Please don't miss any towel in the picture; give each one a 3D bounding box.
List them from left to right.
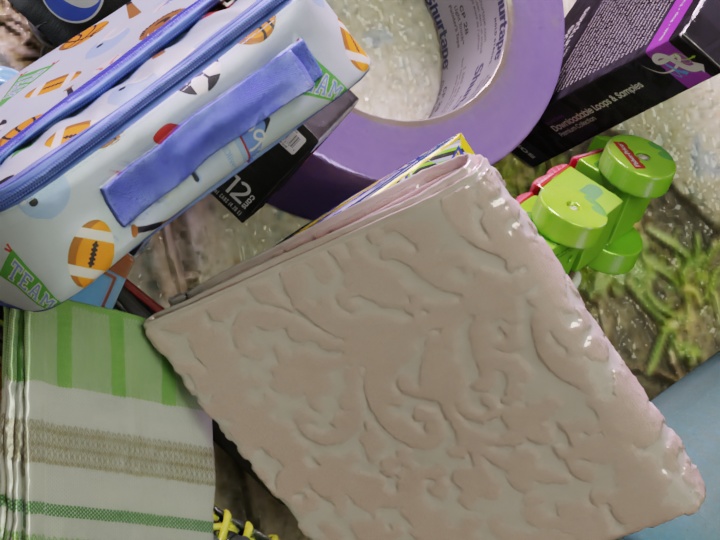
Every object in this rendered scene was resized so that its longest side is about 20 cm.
[{"bbox_3d":[-0.115,0.117,1.185,0.149,0.031,0.201,18,68,-58],"label":"towel"},{"bbox_3d":[0.030,0.058,1.199,0.200,0.191,0.032,54,32,-22],"label":"towel"}]

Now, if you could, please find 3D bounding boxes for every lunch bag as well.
[{"bbox_3d":[-0.096,-0.065,1.132,0.200,0.160,0.076,-40,109,-21],"label":"lunch bag"}]

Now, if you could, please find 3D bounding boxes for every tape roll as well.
[{"bbox_3d":[0.001,-0.130,1.390,0.199,0.085,0.201,6,74,-23],"label":"tape roll"}]

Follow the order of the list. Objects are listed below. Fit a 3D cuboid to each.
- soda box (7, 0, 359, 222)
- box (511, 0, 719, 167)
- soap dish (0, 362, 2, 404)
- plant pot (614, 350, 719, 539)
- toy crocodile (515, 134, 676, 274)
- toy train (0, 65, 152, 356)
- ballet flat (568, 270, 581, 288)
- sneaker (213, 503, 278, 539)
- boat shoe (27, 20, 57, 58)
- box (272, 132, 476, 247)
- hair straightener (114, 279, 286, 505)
[{"bbox_3d":[-0.099,-0.121,1.269,0.200,0.063,0.071,44,28,-3],"label":"soda box"},{"bbox_3d":[0.159,-0.139,1.398,0.036,0.200,0.143,39,65,-14],"label":"box"},{"bbox_3d":[-0.233,0.104,1.226,0.199,0.081,0.158,11,72,-22],"label":"soap dish"},{"bbox_3d":[0.176,0.148,1.346,0.196,0.200,0.201,-38,93,-36],"label":"plant pot"},{"bbox_3d":[0.105,-0.025,1.353,0.062,0.068,0.200,33,36,18],"label":"toy crocodile"},{"bbox_3d":[-0.191,-0.037,1.218,0.200,0.087,0.115,30,72,-23],"label":"toy train"},{"bbox_3d":[0.036,0.061,1.374,0.200,0.069,0.070,-28,89,-23],"label":"ballet flat"},{"bbox_3d":[-0.068,0.140,1.279,0.200,0.084,0.074,58,35,-7],"label":"sneaker"},{"bbox_3d":[-0.134,-0.145,1.346,0.075,0.062,0.201,-12,79,-24],"label":"boat shoe"},{"bbox_3d":[0.000,0.000,1.289,0.070,0.200,0.064,-36,93,-27],"label":"box"},{"bbox_3d":[-0.095,0.040,1.289,0.200,0.041,0.077,44,23,11],"label":"hair straightener"}]
